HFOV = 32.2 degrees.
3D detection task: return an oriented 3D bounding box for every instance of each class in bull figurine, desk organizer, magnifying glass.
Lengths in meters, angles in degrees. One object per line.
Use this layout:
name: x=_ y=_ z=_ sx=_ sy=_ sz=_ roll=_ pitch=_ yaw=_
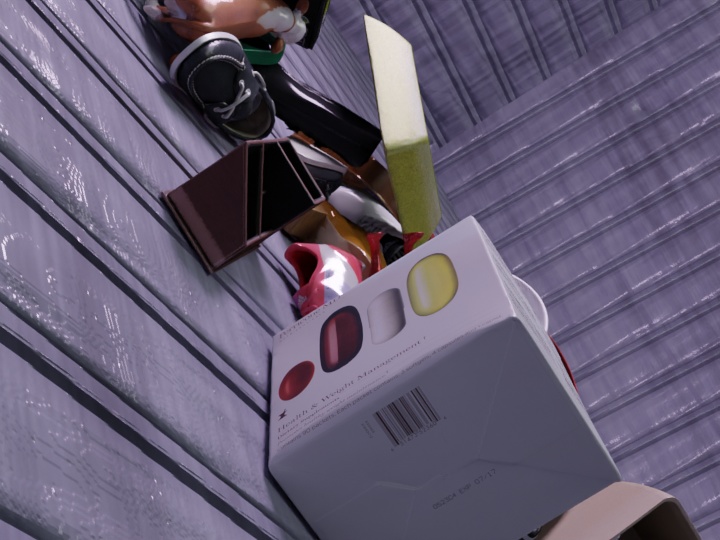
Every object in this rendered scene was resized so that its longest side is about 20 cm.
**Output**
bull figurine: x=-0.138 y=-0.267 z=1.262 sx=0.121 sy=0.066 sz=0.200 roll=29 pitch=20 yaw=20
desk organizer: x=-0.089 y=-0.059 z=1.016 sx=0.072 sy=0.077 sz=0.200 roll=58 pitch=9 yaw=-3
magnifying glass: x=-0.138 y=-0.230 z=1.285 sx=0.079 sy=0.023 sz=0.200 roll=32 pitch=29 yaw=8

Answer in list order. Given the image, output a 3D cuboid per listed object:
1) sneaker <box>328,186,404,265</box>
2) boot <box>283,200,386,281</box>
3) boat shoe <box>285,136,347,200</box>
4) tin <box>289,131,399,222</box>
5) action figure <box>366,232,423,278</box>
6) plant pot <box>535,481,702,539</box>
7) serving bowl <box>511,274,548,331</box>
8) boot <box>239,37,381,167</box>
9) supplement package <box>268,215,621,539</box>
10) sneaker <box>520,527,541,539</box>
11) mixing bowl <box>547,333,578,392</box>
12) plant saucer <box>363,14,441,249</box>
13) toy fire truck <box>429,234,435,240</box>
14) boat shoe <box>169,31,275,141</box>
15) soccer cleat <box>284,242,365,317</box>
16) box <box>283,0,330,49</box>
sneaker: x=0.027 y=-0.036 z=1.459 sx=0.199 sy=0.073 sz=0.071 roll=38 pitch=-11 yaw=14
boot: x=-0.001 y=0.000 z=1.296 sx=0.202 sy=0.071 sz=0.144 roll=54 pitch=16 yaw=23
boat shoe: x=-0.057 y=-0.104 z=1.386 sx=0.072 sy=0.062 sz=0.200 roll=30 pitch=5 yaw=4
tin: x=-0.012 y=-0.123 z=1.567 sx=0.200 sy=0.042 sz=0.112 roll=36 pitch=-15 yaw=38
action figure: x=0.041 y=0.065 z=1.154 sx=0.099 sy=0.064 sz=0.203 roll=176 pitch=-88 yaw=-76
plant pot: x=0.277 y=0.348 z=1.372 sx=0.201 sy=0.199 sz=0.177 roll=56 pitch=-2 yaw=-13
serving bowl: x=0.098 y=0.077 z=1.308 sx=0.201 sy=0.198 sz=0.066 roll=-110 pitch=-169 yaw=-53
boot: x=-0.063 y=-0.195 z=1.396 sx=0.199 sy=0.066 sz=0.165 roll=27 pitch=24 yaw=-2
supplement package: x=0.049 y=0.095 z=0.890 sx=0.148 sy=0.190 sz=0.200 roll=56 pitch=8 yaw=-19
sneaker: x=0.124 y=0.205 z=1.188 sx=0.076 sy=0.115 sz=0.201 roll=53 pitch=10 yaw=-29
mixing bowl: x=0.156 y=0.160 z=1.429 sx=0.199 sy=0.108 sz=0.202 roll=22 pitch=59 yaw=-41
plant saucer: x=0.051 y=-0.149 z=1.378 sx=0.201 sy=0.047 sz=0.201 roll=73 pitch=8 yaw=-55
toy fire truck: x=0.054 y=-0.009 z=1.596 sx=0.176 sy=0.128 sz=0.202 roll=-97 pitch=164 yaw=-71
boat shoe: x=-0.125 y=-0.174 z=1.215 sx=0.061 sy=0.075 sz=0.200 roll=54 pitch=8 yaw=11
soccer cleat: x=-0.024 y=0.049 z=1.112 sx=0.076 sy=0.067 sz=0.201 roll=17 pitch=35 yaw=-23
box: x=-0.123 y=-0.329 z=1.341 sx=0.198 sy=0.048 sz=0.193 roll=25 pitch=-12 yaw=-4
